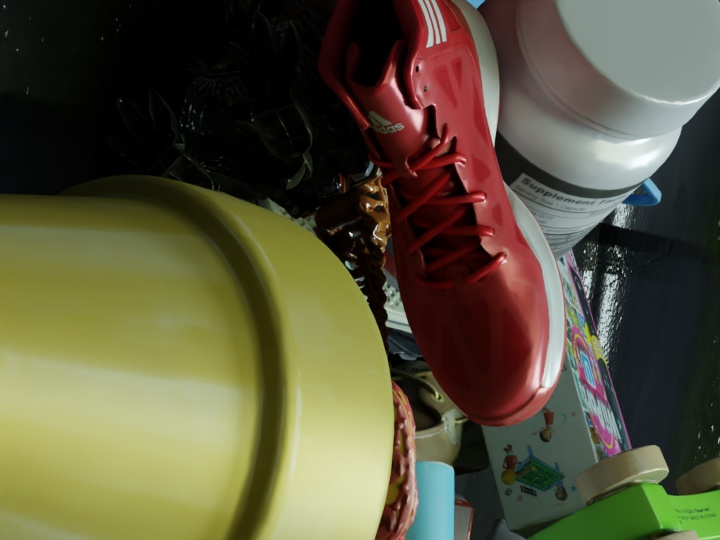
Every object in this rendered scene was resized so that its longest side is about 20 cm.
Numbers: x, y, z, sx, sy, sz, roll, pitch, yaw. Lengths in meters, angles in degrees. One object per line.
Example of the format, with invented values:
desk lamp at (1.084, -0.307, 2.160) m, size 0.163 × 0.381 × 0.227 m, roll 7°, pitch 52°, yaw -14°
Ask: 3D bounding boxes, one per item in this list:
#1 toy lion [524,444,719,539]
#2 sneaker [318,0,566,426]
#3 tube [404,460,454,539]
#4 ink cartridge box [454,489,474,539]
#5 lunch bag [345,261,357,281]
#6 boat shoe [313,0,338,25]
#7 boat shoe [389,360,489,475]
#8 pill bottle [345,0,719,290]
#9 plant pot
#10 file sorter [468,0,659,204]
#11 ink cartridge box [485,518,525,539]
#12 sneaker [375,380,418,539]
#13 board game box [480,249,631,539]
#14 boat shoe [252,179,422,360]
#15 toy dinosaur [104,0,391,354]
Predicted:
toy lion at (0.123, 0.166, 1.259) m, size 0.200 × 0.191 × 0.069 m, roll 11°, pitch 52°, yaw -58°
sneaker at (0.023, -0.033, 0.987) m, size 0.115 × 0.078 × 0.201 m, roll 18°, pitch 54°, yaw -64°
tube at (0.020, 0.193, 1.112) m, size 0.050 × 0.077 × 0.201 m, roll 8°, pitch 74°, yaw -25°
ink cartridge box at (0.028, 0.174, 1.259) m, size 0.200 × 0.050 × 0.109 m, roll 168°, pitch -68°, yaw -87°
lunch bag at (-0.058, 0.093, 1.107) m, size 0.161 × 0.077 × 0.200 m, roll 68°, pitch 40°, yaw -58°
boat shoe at (0.015, -0.123, 1.195) m, size 0.202 × 0.075 × 0.075 m, roll 40°, pitch 62°, yaw -62°
boat shoe at (0.026, 0.083, 1.306) m, size 0.200 × 0.074 × 0.067 m, roll -2°, pitch 97°, yaw -75°
pill bottle at (0.082, -0.070, 1.114) m, size 0.200 × 0.114 × 0.114 m, roll -47°, pitch -170°, yaw 51°
plant pot at (-0.121, 0.054, 0.841) m, size 0.189 × 0.200 × 0.201 m, roll 16°, pitch 83°, yaw -50°
file sorter at (0.125, -0.151, 1.354) m, size 0.139 × 0.122 × 0.201 m, roll 34°, pitch 67°, yaw -63°
ink cartridge box at (0.074, 0.274, 1.409) m, size 0.146 × 0.085 × 0.200 m, roll 100°, pitch 18°, yaw -50°
sneaker at (-0.017, 0.134, 1.061) m, size 0.077 × 0.073 × 0.201 m, roll -80°, pitch -179°, yaw -70°
board game box at (0.106, 0.061, 1.357) m, size 0.148 × 0.064 × 0.201 m, roll 39°, pitch 35°, yaw -67°
boat shoe at (0.000, 0.000, 1.222) m, size 0.200 × 0.062 × 0.075 m, roll 31°, pitch 55°, yaw -48°
toy dinosaur at (-0.025, -0.062, 1.051) m, size 0.102 × 0.200 × 0.136 m, roll -50°, pitch 155°, yaw 18°
